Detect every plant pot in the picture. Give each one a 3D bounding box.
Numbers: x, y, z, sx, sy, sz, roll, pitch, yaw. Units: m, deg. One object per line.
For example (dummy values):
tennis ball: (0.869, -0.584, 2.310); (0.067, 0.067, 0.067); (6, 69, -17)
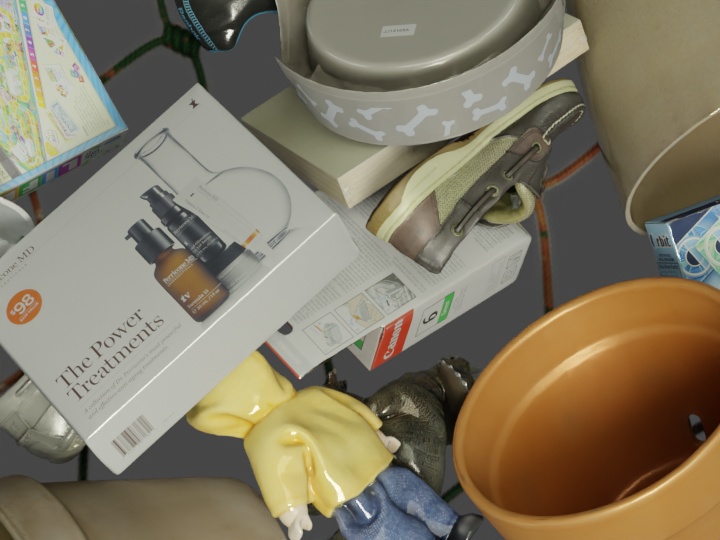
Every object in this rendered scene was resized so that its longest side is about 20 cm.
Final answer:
plant pot: (0.174, 0.122, 1.449); (0.200, 0.200, 0.140); (-46, 125, -18)
plant pot: (-0.135, 0.203, 1.393); (0.173, 0.200, 0.201); (-15, 77, -30)
plant pot: (0.215, -0.157, 1.561); (0.186, 0.188, 0.201); (-20, 66, -15)

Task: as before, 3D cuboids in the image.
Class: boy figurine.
boy figurine: (-0.025, 0.119, 1.412); (0.200, 0.065, 0.124); (37, 36, 4)

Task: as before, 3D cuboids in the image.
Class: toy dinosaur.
toy dinosaur: (0.015, 0.123, 1.488); (0.102, 0.077, 0.201); (19, 67, 10)

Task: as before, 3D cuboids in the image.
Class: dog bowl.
dog bowl: (0.038, -0.157, 1.497); (0.199, 0.059, 0.201); (-10, 42, 9)

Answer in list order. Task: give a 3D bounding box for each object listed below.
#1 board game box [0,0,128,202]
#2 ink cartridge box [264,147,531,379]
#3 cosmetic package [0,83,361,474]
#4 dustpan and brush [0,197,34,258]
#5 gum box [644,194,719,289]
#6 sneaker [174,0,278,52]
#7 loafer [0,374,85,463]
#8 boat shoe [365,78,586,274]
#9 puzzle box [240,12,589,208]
board game box: (-0.258, -0.142, 1.535); (0.134, 0.034, 0.201); (-28, 81, -16)
ink cartridge box: (0.000, 0.000, 1.496); (0.200, 0.050, 0.109); (-31, 64, -30)
cosmetic package: (-0.122, 0.002, 1.422); (0.200, 0.052, 0.151); (-43, 53, -7)
dustpan and brush: (-0.233, -0.013, 1.477); (0.057, 0.140, 0.199); (43, 42, 23)
gum box: (0.296, 0.036, 1.550); (0.169, 0.045, 0.201); (-20, 96, -14)
sneaker: (-0.037, -0.214, 1.587); (0.199, 0.073, 0.082); (-25, 102, -14)
loafer: (-0.163, 0.024, 1.487); (0.070, 0.070, 0.201); (31, 71, -6)
boat shoe: (0.083, -0.056, 1.489); (0.065, 0.073, 0.200); (49, 52, 6)
puzzle box: (0.035, -0.121, 1.540); (0.199, 0.133, 0.026); (-33, 124, -16)
